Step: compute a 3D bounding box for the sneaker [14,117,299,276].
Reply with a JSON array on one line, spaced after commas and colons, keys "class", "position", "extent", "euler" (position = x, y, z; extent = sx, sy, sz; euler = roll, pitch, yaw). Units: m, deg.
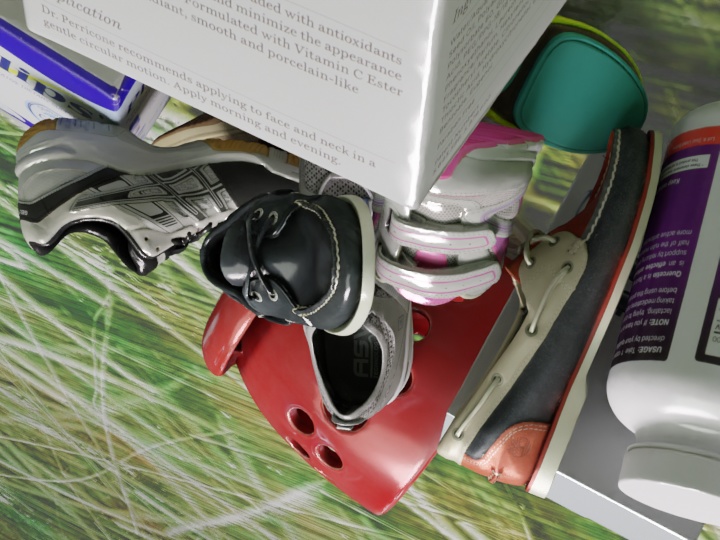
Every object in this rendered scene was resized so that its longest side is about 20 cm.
[{"class": "sneaker", "position": [-0.117, -0.037, 0.992], "extent": [0.199, 0.088, 0.076], "euler": [5, 167, -14]}]

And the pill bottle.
[{"class": "pill bottle", "position": [0.190, 0.022, 0.796], "extent": [0.112, 0.201, 0.113], "euler": [16, 165, 5]}]

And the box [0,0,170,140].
[{"class": "box", "position": [-0.207, -0.169, 1.020], "extent": [0.183, 0.105, 0.200], "euler": [31, 166, -1]}]

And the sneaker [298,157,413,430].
[{"class": "sneaker", "position": [0.000, 0.000, 0.937], "extent": [0.074, 0.082, 0.201], "euler": [-3, 111, 13]}]

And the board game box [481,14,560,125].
[{"class": "board game box", "position": [0.022, -0.135, 0.853], "extent": [0.126, 0.035, 0.200], "euler": [-32, 118, 34]}]

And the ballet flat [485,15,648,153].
[{"class": "ballet flat", "position": [0.068, -0.109, 0.786], "extent": [0.199, 0.067, 0.067], "euler": [9, -149, -45]}]

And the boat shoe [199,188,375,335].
[{"class": "boat shoe", "position": [-0.045, -0.007, 0.844], "extent": [0.066, 0.075, 0.199], "euler": [2, -173, -17]}]

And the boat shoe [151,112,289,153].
[{"class": "boat shoe", "position": [-0.077, -0.082, 1.089], "extent": [0.200, 0.072, 0.072], "euler": [-12, 107, 51]}]

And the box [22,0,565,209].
[{"class": "box", "position": [-0.012, -0.166, 0.656], "extent": [0.198, 0.200, 0.131], "euler": [26, 146, 15]}]

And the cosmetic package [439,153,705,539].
[{"class": "cosmetic package", "position": [0.156, 0.042, 0.898], "extent": [0.150, 0.200, 0.052], "euler": [26, 156, 12]}]

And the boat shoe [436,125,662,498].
[{"class": "boat shoe", "position": [0.101, 0.016, 0.817], "extent": [0.062, 0.201, 0.071], "euler": [21, -176, 8]}]

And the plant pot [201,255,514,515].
[{"class": "plant pot", "position": [-0.001, 0.041, 1.103], "extent": [0.182, 0.201, 0.200], "euler": [34, 158, 1]}]

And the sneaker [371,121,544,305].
[{"class": "sneaker", "position": [0.045, -0.027, 0.791], "extent": [0.081, 0.089, 0.200], "euler": [12, 176, 9]}]
